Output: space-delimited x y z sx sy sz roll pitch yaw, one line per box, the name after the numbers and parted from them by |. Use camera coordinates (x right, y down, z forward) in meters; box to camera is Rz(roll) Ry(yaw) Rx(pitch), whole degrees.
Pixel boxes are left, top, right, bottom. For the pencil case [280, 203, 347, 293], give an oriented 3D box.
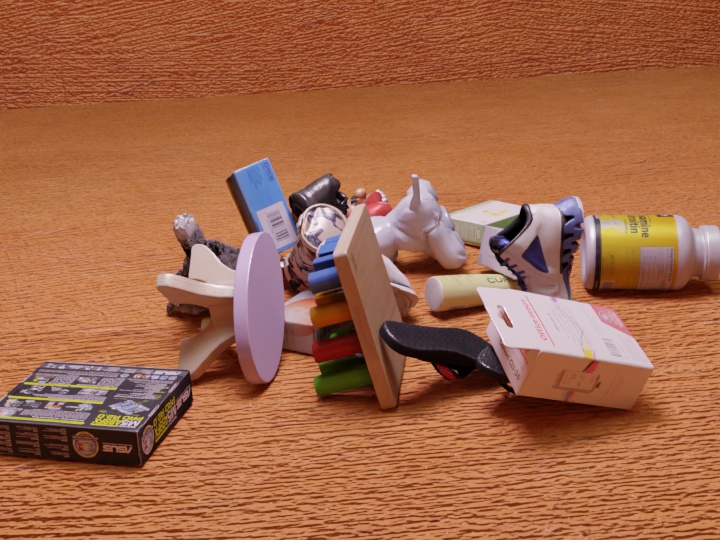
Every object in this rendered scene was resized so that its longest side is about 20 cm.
-0.068 -0.029 1.521 0.088 0.079 0.200 5 -20 -9 | pencil case

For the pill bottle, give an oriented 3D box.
0.435 -0.027 1.551 0.196 0.114 0.112 0 19 6 | pill bottle

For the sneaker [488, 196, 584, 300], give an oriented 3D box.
0.224 -0.004 1.373 0.113 0.203 0.081 3 14 -8 | sneaker

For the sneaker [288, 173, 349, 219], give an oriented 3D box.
-0.056 -0.080 1.641 0.091 0.201 0.076 -41 71 -17 | sneaker

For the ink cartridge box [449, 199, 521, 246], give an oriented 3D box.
0.260 -0.074 1.803 0.144 0.049 0.198 -18 22 -39 | ink cartridge box

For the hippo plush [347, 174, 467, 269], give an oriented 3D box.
0.071 -0.046 1.662 0.159 0.161 0.200 -30 0 10 | hippo plush

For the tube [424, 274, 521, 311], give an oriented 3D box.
0.190 0.026 1.529 0.197 0.052 0.059 -4 55 -28 | tube

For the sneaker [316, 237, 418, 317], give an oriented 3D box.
0.000 0.000 1.440 0.076 0.199 0.081 -35 49 18 | sneaker

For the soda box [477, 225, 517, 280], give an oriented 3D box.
0.240 -0.024 1.566 0.067 0.065 0.200 9 6 -11 | soda box

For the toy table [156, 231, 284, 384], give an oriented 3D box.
-0.173 0.050 1.328 0.115 0.185 0.202 -7 51 16 | toy table

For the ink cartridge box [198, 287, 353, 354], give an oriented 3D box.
-0.109 0.055 1.473 0.197 0.051 0.162 11 23 25 | ink cartridge box

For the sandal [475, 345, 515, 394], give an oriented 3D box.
0.214 0.125 1.251 0.198 0.049 0.075 0 28 -42 | sandal

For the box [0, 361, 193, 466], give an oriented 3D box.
-0.315 0.162 1.198 0.196 0.045 0.160 2 20 12 | box

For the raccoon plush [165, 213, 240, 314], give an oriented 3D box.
-0.249 -0.013 1.484 0.132 0.202 0.097 -1 40 29 | raccoon plush

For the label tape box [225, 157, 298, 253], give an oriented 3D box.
-0.161 -0.099 1.683 0.065 0.145 0.200 -24 5 -9 | label tape box

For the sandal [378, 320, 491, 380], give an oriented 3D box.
0.100 0.103 1.264 0.198 0.046 0.075 13 25 -32 | sandal

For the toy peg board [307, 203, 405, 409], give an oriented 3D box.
-0.020 0.049 1.285 0.096 0.202 0.200 -15 17 12 | toy peg board

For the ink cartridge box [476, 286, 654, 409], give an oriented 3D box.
0.223 0.089 1.189 0.197 0.068 0.117 11 31 -22 | ink cartridge box

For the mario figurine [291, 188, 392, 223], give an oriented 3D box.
-0.028 -0.118 1.858 0.198 0.106 0.124 3 53 38 | mario figurine
